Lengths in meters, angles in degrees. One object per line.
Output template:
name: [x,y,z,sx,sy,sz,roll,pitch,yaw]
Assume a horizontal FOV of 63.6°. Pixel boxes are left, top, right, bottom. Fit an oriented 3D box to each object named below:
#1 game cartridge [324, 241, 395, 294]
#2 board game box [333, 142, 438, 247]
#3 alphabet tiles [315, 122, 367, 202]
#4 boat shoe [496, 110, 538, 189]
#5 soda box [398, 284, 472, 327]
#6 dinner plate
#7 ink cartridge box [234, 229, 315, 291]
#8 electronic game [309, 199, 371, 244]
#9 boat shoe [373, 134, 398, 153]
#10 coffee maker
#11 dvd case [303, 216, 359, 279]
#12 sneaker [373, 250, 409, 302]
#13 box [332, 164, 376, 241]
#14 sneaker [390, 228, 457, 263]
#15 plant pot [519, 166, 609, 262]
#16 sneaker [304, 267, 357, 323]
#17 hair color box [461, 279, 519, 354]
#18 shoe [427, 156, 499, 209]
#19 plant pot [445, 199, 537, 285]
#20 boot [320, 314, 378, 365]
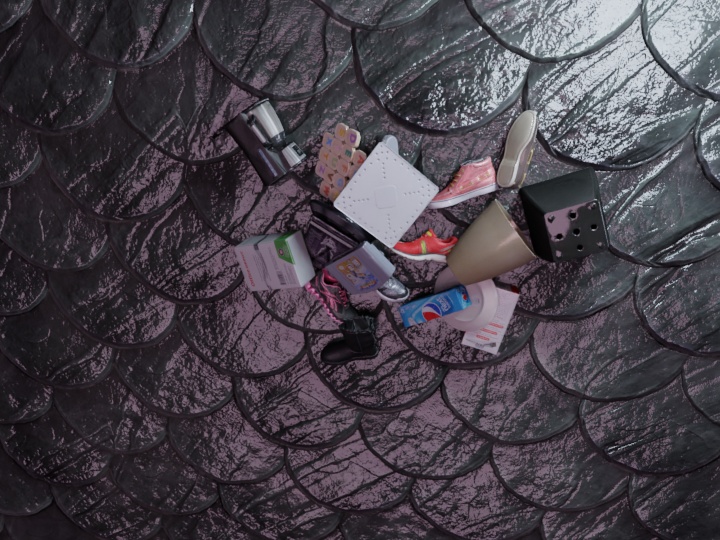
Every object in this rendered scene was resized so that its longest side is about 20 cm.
game cartridge: [0.000,0.000,1.599,0.133,0.042,0.199,48,142,-13]
board game box: [0.065,-0.191,1.486,0.199,0.026,0.201,35,105,-17]
alphabet tiles: [-0.057,-0.281,1.541,0.195,0.014,0.202,39,121,41]
boat shoe: [0.416,-0.310,1.506,0.059,0.072,0.202,8,104,-39]
soda box: [0.210,0.101,1.656,0.199,0.068,0.065,-22,89,35]
dinner plate: [0.294,0.079,1.651,0.198,0.024,0.203,9,106,31]
ink cartridge box: [-0.247,-0.027,1.673,0.198,0.083,0.148,-4,112,32]
electronic game: [-0.055,-0.131,1.582,0.199,0.200,0.042,35,83,-6]
boat shoe: [0.069,-0.271,1.577,0.056,0.068,0.202,22,127,38]
coffee maker: [-0.269,-0.334,1.576,0.191,0.135,0.201,-22,107,40]
dvd case: [-0.096,-0.057,1.647,0.148,0.016,0.200,31,146,-1]
sneaker: [0.060,0.012,1.654,0.199,0.076,0.114,30,147,0]
box: [0.017,-0.186,1.585,0.158,0.046,0.201,-24,108,48]
sneaker: [0.179,-0.076,1.634,0.197,0.077,0.086,4,107,-5]
plant pot: [0.538,-0.125,1.498,0.197,0.178,0.202,-15,110,14]
sneaker: [-0.072,0.073,1.713,0.200,0.079,0.095,45,121,-11]
hair color box: [0.373,0.131,1.684,0.110,0.064,0.202,17,111,2]
shoe: [0.265,-0.236,1.556,0.198,0.072,0.092,-17,107,9]
plant pot: [0.333,-0.055,1.548,0.199,0.188,0.188,-36,103,19]
boot: [-0.036,0.209,1.736,0.195,0.074,0.163,-6,141,4]
